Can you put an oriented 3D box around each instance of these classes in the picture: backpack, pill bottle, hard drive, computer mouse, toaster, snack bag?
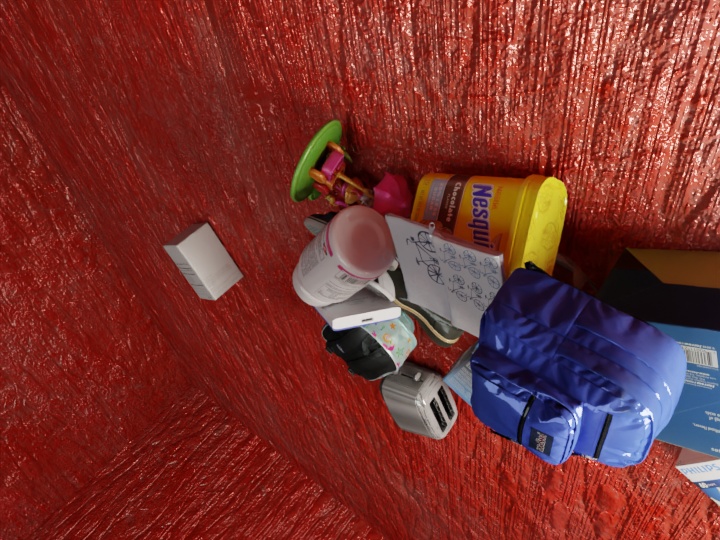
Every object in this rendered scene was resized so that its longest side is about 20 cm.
[{"bbox_3d":[0.229,0.124,0.577,0.199,0.168,0.163,25,151,31],"label":"backpack"},{"bbox_3d":[-0.035,-0.014,0.854,0.114,0.113,0.200,48,146,-4],"label":"pill bottle"},{"bbox_3d":[0.026,0.136,1.121,0.178,0.151,0.200,45,157,-4],"label":"backpack"},{"bbox_3d":[-0.027,0.053,0.994,0.200,0.130,0.026,-141,47,-60],"label":"hard drive"},{"bbox_3d":[0.000,0.000,0.981,0.199,0.044,0.110,27,168,42],"label":"computer mouse"},{"bbox_3d":[0.140,0.309,1.222,0.128,0.114,0.202,6,129,45],"label":"toaster"},{"bbox_3d":[0.118,0.015,0.726,0.199,0.021,0.190,27,149,39],"label":"snack bag"}]

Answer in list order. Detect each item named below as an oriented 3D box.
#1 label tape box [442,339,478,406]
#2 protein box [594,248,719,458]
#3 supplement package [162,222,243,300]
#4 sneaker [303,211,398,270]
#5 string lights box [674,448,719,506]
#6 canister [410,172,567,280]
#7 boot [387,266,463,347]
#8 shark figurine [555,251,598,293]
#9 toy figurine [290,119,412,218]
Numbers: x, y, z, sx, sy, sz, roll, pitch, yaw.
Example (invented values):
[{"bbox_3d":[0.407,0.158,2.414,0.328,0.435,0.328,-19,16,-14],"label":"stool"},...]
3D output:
[{"bbox_3d":[0.258,0.205,0.997,0.144,0.063,0.201,41,149,10],"label":"label tape box"},{"bbox_3d":[0.404,0.098,0.615,0.197,0.135,0.201,6,131,48],"label":"protein box"},{"bbox_3d":[-0.474,-0.028,1.586,0.119,0.121,0.201,2,128,51],"label":"supplement package"},{"bbox_3d":[-0.006,-0.073,0.975,0.198,0.080,0.079,24,166,16],"label":"sneaker"},{"bbox_3d":[0.572,0.321,0.744,0.200,0.059,0.103,42,151,8],"label":"string lights box"},{"bbox_3d":[0.166,-0.059,0.730,0.199,0.086,0.151,15,95,46],"label":"canister"},{"bbox_3d":[0.132,0.031,0.963,0.200,0.077,0.139,41,138,6],"label":"boot"},{"bbox_3d":[0.240,-0.005,0.787,0.212,0.130,0.089,-6,158,26],"label":"shark figurine"},{"bbox_3d":[0.000,-0.130,0.887,0.183,0.151,0.200,31,170,6],"label":"toy figurine"}]
